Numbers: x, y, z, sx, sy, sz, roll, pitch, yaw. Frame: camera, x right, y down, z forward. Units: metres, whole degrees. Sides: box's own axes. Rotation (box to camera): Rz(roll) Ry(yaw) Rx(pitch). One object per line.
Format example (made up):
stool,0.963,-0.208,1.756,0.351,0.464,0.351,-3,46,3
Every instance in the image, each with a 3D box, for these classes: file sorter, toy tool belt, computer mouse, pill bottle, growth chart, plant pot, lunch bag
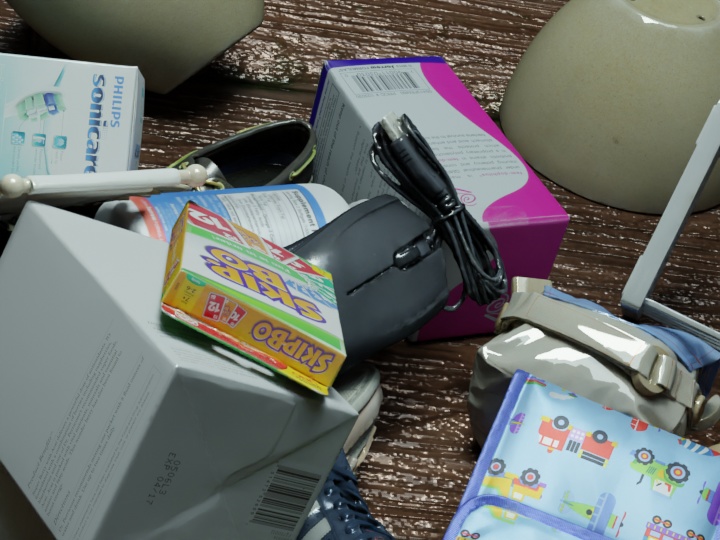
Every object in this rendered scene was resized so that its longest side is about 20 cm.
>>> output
file sorter,0.256,-0.012,1.347,0.124,0.139,0.200,26,0,9
toy tool belt,0.173,0.073,1.291,0.200,0.125,0.123,22,44,8
computer mouse,0.000,0.000,1.245,0.200,0.053,0.139,-36,97,-27
pill bottle,-0.064,0.002,1.307,0.200,0.112,0.112,-4,40,-27
growth chart,-0.194,-0.042,1.201,0.145,0.018,0.200,-6,-1,-42
plant pot,0.222,-0.158,1.605,0.200,0.135,0.200,9,36,-6
plant pot,-0.148,-0.212,1.528,0.135,0.200,0.200,54,39,-7
lunch bag,0.119,0.178,1.176,0.150,0.094,0.200,22,48,8

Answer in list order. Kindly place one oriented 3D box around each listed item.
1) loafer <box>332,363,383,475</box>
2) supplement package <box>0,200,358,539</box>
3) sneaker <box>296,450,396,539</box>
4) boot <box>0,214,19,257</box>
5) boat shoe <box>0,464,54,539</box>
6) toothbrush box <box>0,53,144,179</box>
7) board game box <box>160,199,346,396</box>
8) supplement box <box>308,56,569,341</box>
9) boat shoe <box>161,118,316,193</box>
loafer,-0.042,0.123,1.209,0.072,0.063,0.200,-6,21,31
supplement package,-0.116,0.067,1.085,0.120,0.121,0.200,17,16,-38
sneaker,-0.001,0.153,1.099,0.075,0.084,0.200,20,48,-43
boot,-0.274,0.024,1.243,0.203,0.074,0.154,-2,33,-18
boat shoe,-0.202,0.117,1.153,0.200,0.073,0.062,22,12,12
toothbrush box,-0.243,-0.099,1.333,0.200,0.085,0.146,6,2,-3
board game box,-0.058,0.012,1.094,0.095,0.030,0.200,28,13,-9
supplement box,0.047,-0.054,1.431,0.101,0.103,0.200,-5,39,-27
boat shoe,-0.107,-0.053,1.408,0.072,0.061,0.201,35,40,25
